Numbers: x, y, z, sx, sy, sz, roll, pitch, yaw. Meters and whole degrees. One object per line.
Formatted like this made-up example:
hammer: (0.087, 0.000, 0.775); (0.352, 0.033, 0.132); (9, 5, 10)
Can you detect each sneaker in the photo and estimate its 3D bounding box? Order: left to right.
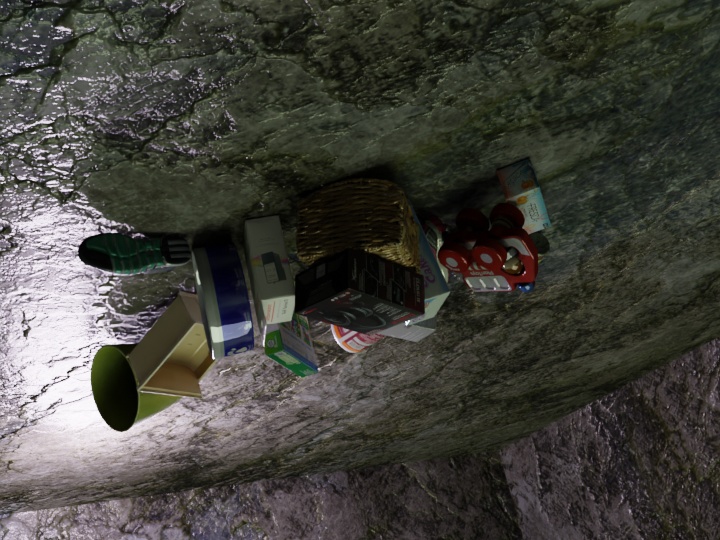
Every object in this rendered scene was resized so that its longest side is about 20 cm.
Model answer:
sneaker: (-0.397, -0.016, 1.518); (0.197, 0.076, 0.087); (1, 158, -35)
sneaker: (0.127, -0.019, 1.753); (0.074, 0.080, 0.202); (-31, 139, -24)

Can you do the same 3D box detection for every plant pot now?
plant pot: (-0.467, 0.241, 1.954); (0.198, 0.190, 0.186); (-11, 163, -49)

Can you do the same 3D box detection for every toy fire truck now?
toy fire truck: (0.253, -0.025, 1.648); (0.198, 0.113, 0.169); (-4, 135, 46)

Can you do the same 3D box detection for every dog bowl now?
dog bowl: (-0.251, 0.054, 1.594); (0.077, 0.204, 0.201); (-11, 157, -13)

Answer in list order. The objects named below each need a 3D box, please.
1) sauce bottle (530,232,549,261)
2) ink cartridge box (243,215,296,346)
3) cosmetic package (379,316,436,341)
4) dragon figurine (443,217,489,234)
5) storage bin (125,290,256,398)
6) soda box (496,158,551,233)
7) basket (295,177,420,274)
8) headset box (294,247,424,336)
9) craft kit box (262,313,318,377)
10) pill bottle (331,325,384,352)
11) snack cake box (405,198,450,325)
sauce bottle: (0.353, -0.016, 1.978); (0.063, 0.066, 0.200); (-3, 156, -25)
ink cartridge box: (-0.161, 0.020, 1.570); (0.066, 0.204, 0.118); (-8, 157, -13)
cosmetic package: (0.047, 0.076, 1.760); (0.196, 0.092, 0.107); (9, 160, -17)
dragon figurine: (0.218, -0.069, 1.778); (0.197, 0.060, 0.099); (-22, 156, 19)
storage bin: (-0.351, 0.161, 1.832); (0.200, 0.094, 0.197); (-48, 146, 17)
soda box: (0.316, -0.137, 1.679); (0.067, 0.065, 0.200); (-19, 157, 11)
basket: (-0.003, -0.067, 1.534); (0.196, 0.146, 0.149); (-8, 156, 15)
headset box: (0.006, 0.044, 1.508); (0.198, 0.079, 0.148); (21, 149, -38)
craft kit box: (-0.153, 0.095, 1.752); (0.048, 0.201, 0.200); (-15, 157, 12)
pill bottle: (0.032, 0.100, 1.985); (0.108, 0.112, 0.199); (10, 147, -44)
snack cake box: (0.087, -0.015, 1.634); (0.066, 0.203, 0.115); (-16, 159, -20)
